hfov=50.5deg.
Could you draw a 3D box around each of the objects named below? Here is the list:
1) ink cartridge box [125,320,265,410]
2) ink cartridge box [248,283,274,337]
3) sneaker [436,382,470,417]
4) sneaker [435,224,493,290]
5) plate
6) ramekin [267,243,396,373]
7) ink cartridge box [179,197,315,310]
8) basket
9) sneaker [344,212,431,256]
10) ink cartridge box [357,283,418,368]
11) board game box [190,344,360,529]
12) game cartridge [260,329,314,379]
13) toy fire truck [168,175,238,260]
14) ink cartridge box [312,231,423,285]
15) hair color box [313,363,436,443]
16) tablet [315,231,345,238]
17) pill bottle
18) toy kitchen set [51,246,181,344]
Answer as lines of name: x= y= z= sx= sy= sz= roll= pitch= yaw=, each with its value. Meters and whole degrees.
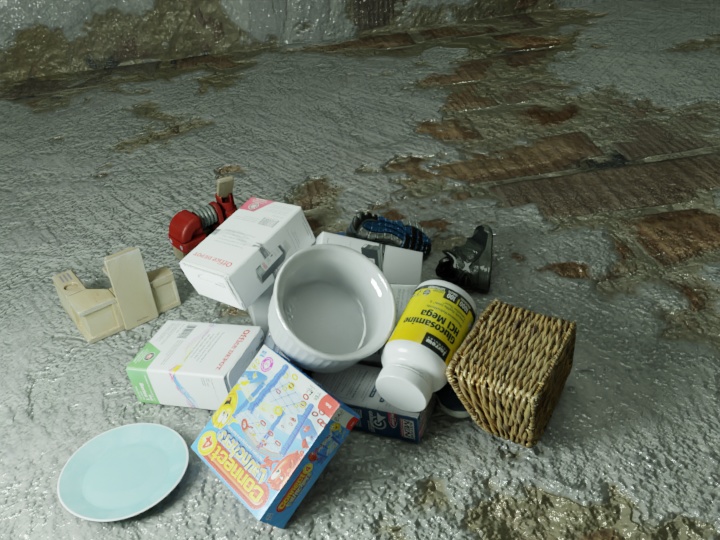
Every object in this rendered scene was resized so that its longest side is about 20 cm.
ink cartridge box: x=-0.280 y=0.165 z=1.342 sx=0.200 sy=0.084 sz=0.145 roll=2 pitch=33 yaw=21
ink cartridge box: x=-0.193 y=0.023 z=1.503 sx=0.084 sy=0.146 sz=0.200 roll=-16 pitch=33 yaw=-11
sneaker: x=0.157 y=0.159 z=1.291 sx=0.075 sy=0.085 sz=0.200 roll=-7 pitch=33 yaw=-1
sneaker: x=0.219 y=-0.037 z=1.595 sx=0.114 sy=0.076 sz=0.199 roll=7 pitch=39 yaw=8
plate: x=-0.365 y=0.315 z=1.187 sx=0.200 sy=0.026 sz=0.200 roll=-4 pitch=33 yaw=2
ramekin: x=-0.052 y=0.067 z=1.225 sx=0.200 sy=0.098 sz=0.201 roll=10 pitch=59 yaw=-17
ink cartridge box: x=-0.202 y=-0.034 z=1.379 sx=0.146 sy=0.085 sz=0.200 roll=15 pitch=49 yaw=42
basket: x=0.239 y=0.166 z=1.210 sx=0.149 sy=0.143 sz=0.200 roll=16 pitch=43 yaw=25
sneaker: x=0.058 y=-0.072 z=1.655 sx=0.200 sy=0.087 sz=0.075 roll=17 pitch=67 yaw=-21
ink cartridge box: x=0.005 y=0.098 z=1.354 sx=0.200 sy=0.088 sz=0.145 roll=4 pitch=71 yaw=18
board game box: x=-0.131 y=0.242 z=1.142 sx=0.200 sy=0.056 sz=0.196 roll=29 pitch=81 yaw=43
game cartridge: x=-0.127 y=0.157 z=1.284 sx=0.133 sy=0.041 sz=0.200 roll=-16 pitch=48 yaw=39
toy fire truck: x=-0.336 y=-0.122 z=1.703 sx=0.176 sy=0.200 sz=0.129 roll=-28 pitch=38 yaw=-31
ink cartridge box: x=0.000 y=0.000 z=1.446 sx=0.200 sy=0.084 sz=0.145 roll=12 pitch=-15 yaw=-16
hair color box: x=0.016 y=0.211 z=1.254 sx=0.200 sy=0.061 sz=0.100 roll=8 pitch=36 yaw=21
tablet: x=-0.096 y=-0.060 z=1.665 sx=0.130 sy=0.014 sz=0.200 roll=-5 pitch=10 yaw=38
pill bottle: x=0.102 y=0.119 z=1.209 sx=0.112 sy=0.112 sz=0.200 roll=11 pitch=49 yaw=24
toy kitchen set: x=-0.509 y=0.009 z=1.562 sx=0.200 sy=0.163 sz=0.180 roll=-25 pitch=37 yaw=-28
